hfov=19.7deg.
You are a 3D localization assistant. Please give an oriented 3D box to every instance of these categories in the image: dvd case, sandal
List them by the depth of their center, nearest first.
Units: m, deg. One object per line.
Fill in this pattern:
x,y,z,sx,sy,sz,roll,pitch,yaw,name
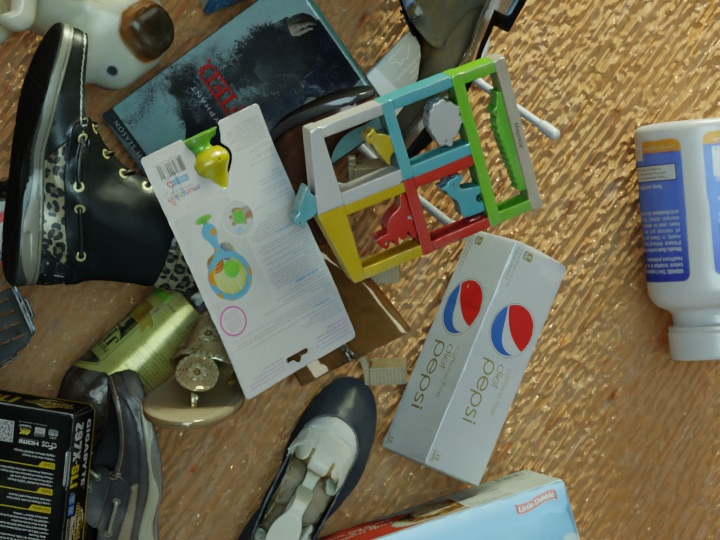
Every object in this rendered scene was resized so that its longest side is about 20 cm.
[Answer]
-0.116,0.063,1.632,0.077,0.212,0.070,4,102,16,sandal
-0.092,-0.125,1.689,0.200,0.022,0.146,-33,97,17,dvd case

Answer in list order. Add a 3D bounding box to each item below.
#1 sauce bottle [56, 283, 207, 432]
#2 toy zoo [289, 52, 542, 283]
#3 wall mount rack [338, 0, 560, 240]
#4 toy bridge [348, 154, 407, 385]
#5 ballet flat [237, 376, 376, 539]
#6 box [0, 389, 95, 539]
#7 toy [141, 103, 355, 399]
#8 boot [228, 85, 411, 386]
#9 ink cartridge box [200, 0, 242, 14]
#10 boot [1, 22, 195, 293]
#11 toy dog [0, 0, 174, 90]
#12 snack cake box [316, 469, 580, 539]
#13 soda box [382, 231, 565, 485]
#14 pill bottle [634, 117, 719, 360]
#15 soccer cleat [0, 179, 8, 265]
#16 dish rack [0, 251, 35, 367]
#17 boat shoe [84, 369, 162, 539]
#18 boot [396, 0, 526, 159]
-0.196,0.083,1.686,0.200,0.065,0.065,-43,97,-9,sauce bottle
0.037,-0.075,1.617,0.199,0.020,0.132,-23,112,-13,toy zoo
0.058,-0.128,1.730,0.174,0.075,0.200,44,83,-8,wall mount rack
0.000,0.000,1.712,0.067,0.027,0.201,-3,111,4,toy bridge
-0.043,0.180,1.713,0.073,0.073,0.201,30,84,-9,ballet flat
-0.314,0.171,1.625,0.199,0.049,0.161,7,99,13,box
-0.093,-0.015,1.605,0.115,0.047,0.201,-29,104,-33,toy
-0.022,-0.028,1.653,0.188,0.068,0.200,-32,96,13,boot
-0.041,-0.288,1.675,0.199,0.145,0.085,-21,91,-10,ink cartridge box
-0.191,-0.081,1.609,0.153,0.073,0.205,7,96,-23,boot
-0.232,-0.237,1.659,0.194,0.139,0.201,-30,96,-40,toy dog
0.070,0.228,1.712,0.199,0.115,0.067,-17,93,-10,snack cake box
0.096,0.072,1.732,0.064,0.068,0.201,25,85,-33,soda box
0.295,-0.027,1.757,0.112,0.112,0.201,-5,92,-11,pill bottle
-0.243,-0.033,1.682,0.199,0.068,0.074,0,110,-9,soccer cleat
-0.350,-0.002,1.630,0.153,0.055,0.201,-21,96,25,dish rack
-0.198,0.176,1.653,0.073,0.075,0.201,-5,113,-14,boat shoe
0.055,-0.187,1.672,0.097,0.075,0.200,32,77,7,boot
